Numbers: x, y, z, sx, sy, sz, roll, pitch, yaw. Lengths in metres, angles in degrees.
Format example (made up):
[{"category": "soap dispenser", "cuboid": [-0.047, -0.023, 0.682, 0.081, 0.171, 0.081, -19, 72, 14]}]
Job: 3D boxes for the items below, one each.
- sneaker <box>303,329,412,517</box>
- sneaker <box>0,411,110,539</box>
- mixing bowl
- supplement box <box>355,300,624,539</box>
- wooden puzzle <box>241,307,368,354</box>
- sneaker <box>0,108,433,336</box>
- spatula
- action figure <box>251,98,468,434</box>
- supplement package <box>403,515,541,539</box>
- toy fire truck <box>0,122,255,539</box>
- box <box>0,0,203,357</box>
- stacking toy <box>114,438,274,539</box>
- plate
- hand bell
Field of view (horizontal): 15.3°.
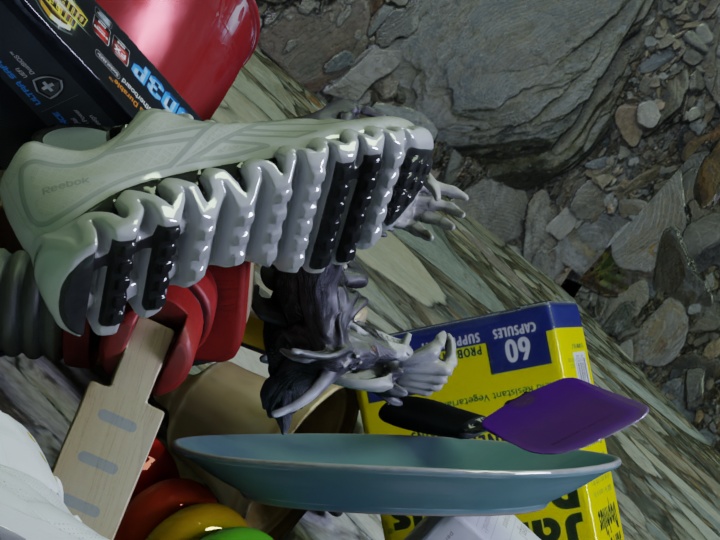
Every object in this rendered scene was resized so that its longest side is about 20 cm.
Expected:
[{"category": "sneaker", "cuboid": [0.000, 0.069, 1.512, 0.076, 0.115, 0.201, 43, -7, 9]}, {"category": "sneaker", "cuboid": [-0.106, 0.111, 1.019, 0.200, 0.074, 0.116, 36, 12, -31]}, {"category": "mixing bowl", "cuboid": [-0.157, -0.097, 1.338, 0.200, 0.109, 0.200, 9, -27, 5]}, {"category": "supplement box", "cuboid": [0.072, 0.123, 1.386, 0.110, 0.109, 0.200, 3, 75, -78]}, {"category": "wooden puzzle", "cuboid": [-0.098, 0.014, 1.447, 0.200, 0.037, 0.185, 15, -3, -1]}, {"category": "sneaker", "cuboid": [-0.056, -0.038, 1.115, 0.200, 0.075, 0.081, -14, 50, -35]}, {"category": "spatula", "cuboid": [0.058, 0.067, 1.233, 0.200, 0.056, 0.021, -7, -74, 64]}, {"category": "action figure", "cuboid": [0.000, 0.000, 1.252, 0.102, 0.119, 0.200, 6, 33, -4]}, {"category": "supplement package", "cuboid": [0.082, 0.210, 1.257, 0.200, 0.117, 0.117, 42, 6, 1]}, {"category": "toy fire truck", "cuboid": [-0.140, 0.031, 1.136, 0.176, 0.129, 0.200, 6, 24, 1]}, {"category": "box", "cuboid": [-0.164, -0.057, 1.251, 0.200, 0.159, 0.046, 49, 32, -37]}, {"category": "stacking toy", "cuboid": [-0.061, 0.131, 1.136, 0.200, 0.085, 0.085, 42, 6, 37]}, {"category": "plate", "cuboid": [0.015, 0.090, 1.188, 0.200, 0.026, 0.200, 2, 1, 0]}, {"category": "hand bell", "cuboid": [-0.110, 0.053, 1.390, 0.200, 0.104, 0.104, 31, 4, 18]}]
